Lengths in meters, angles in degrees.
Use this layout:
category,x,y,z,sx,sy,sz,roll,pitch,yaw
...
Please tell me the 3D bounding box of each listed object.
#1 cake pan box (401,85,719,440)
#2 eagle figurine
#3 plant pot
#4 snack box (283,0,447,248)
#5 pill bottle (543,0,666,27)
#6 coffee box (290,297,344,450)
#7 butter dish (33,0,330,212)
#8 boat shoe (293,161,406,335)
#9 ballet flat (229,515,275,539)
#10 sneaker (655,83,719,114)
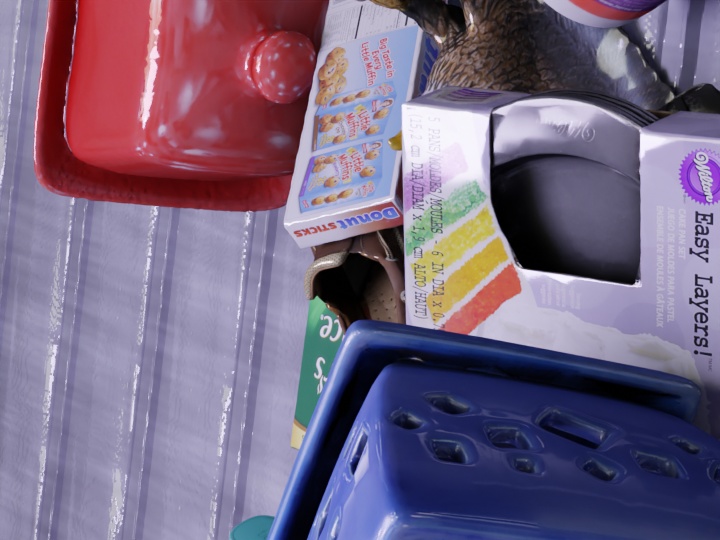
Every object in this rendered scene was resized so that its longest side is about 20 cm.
category,x,y,z,sx,sy,sz,roll,pitch,yaw
cake pan box,0.108,0.012,1.180,0.183,0.052,0.201,10,110,30
eagle figurine,0.078,-0.093,1.341,0.151,0.200,0.152,-36,9,8
plant pot,0.060,0.138,1.084,0.180,0.199,0.201,-105,29,-56
snack box,0.006,-0.102,1.424,0.072,0.024,0.201,-12,46,25
pill bottle,0.165,-0.208,1.208,0.200,0.111,0.112,-32,60,48
coffee box,0.017,0.023,1.476,0.123,0.044,0.201,19,103,55
butter dish,-0.080,-0.130,1.501,0.148,0.199,0.201,17,101,54
boat shoe,0.003,-0.005,1.396,0.203,0.075,0.075,56,129,39
ballet flat,-0.014,0.203,1.502,0.200,0.069,0.070,23,106,57
sneaker,0.145,-0.049,1.229,0.199,0.069,0.100,22,97,24
